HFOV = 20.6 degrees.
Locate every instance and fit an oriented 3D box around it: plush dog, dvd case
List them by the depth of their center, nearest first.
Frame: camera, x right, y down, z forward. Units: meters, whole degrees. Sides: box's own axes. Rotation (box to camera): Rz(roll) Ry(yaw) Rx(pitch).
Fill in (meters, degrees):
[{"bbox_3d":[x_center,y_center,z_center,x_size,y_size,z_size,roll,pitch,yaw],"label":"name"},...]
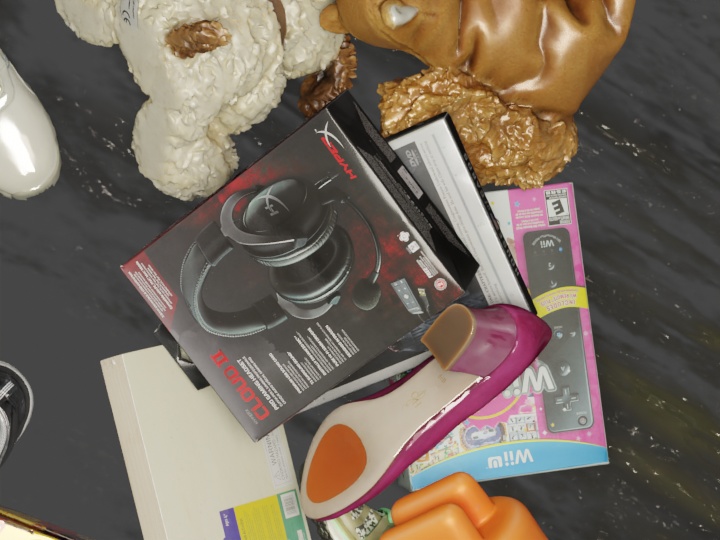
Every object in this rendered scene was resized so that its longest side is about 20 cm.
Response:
[{"bbox_3d":[0.000,0.000,1.341,0.199,0.025,0.151,-23,99,17],"label":"dvd case"},{"bbox_3d":[-0.086,-0.172,1.357,0.171,0.160,0.201,-32,96,-36],"label":"plush dog"}]

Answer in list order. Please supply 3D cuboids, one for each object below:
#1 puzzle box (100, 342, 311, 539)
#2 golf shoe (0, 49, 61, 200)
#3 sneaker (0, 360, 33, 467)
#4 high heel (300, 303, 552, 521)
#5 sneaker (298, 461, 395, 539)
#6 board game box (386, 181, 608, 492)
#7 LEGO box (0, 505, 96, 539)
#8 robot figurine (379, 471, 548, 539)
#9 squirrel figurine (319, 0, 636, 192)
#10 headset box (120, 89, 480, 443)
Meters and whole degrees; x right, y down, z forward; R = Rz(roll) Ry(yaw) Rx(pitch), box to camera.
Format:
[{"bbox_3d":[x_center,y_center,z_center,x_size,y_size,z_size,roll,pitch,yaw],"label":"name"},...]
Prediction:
[{"bbox_3d":[-0.099,0.145,1.347,0.133,0.025,0.201,-10,85,-49],"label":"puzzle box"},{"bbox_3d":[-0.272,-0.136,1.337,0.078,0.097,0.201,-35,95,-11],"label":"golf shoe"},{"bbox_3d":[-0.298,0.139,1.313,0.075,0.114,0.200,44,82,-5],"label":"sneaker"},{"bbox_3d":[0.044,0.100,1.312,0.200,0.096,0.068,-46,55,27],"label":"high heel"},{"bbox_3d":[0.037,0.193,1.390,0.089,0.077,0.200,-45,103,-9],"label":"sneaker"},{"bbox_3d":[0.089,0.046,1.407,0.146,0.064,0.202,-7,89,-9],"label":"board game box"},{"bbox_3d":[-0.227,0.274,1.338,0.148,0.077,0.201,21,84,-8],"label":"LEGO box"},{"bbox_3d":[0.092,0.233,1.310,0.116,0.144,0.200,-38,105,-12],"label":"robot figurine"},{"bbox_3d":[0.067,-0.147,1.347,0.186,0.141,0.202,5,97,-36],"label":"squirrel figurine"},{"bbox_3d":[-0.046,0.003,1.299,0.200,0.077,0.149,-35,95,17],"label":"headset box"}]
